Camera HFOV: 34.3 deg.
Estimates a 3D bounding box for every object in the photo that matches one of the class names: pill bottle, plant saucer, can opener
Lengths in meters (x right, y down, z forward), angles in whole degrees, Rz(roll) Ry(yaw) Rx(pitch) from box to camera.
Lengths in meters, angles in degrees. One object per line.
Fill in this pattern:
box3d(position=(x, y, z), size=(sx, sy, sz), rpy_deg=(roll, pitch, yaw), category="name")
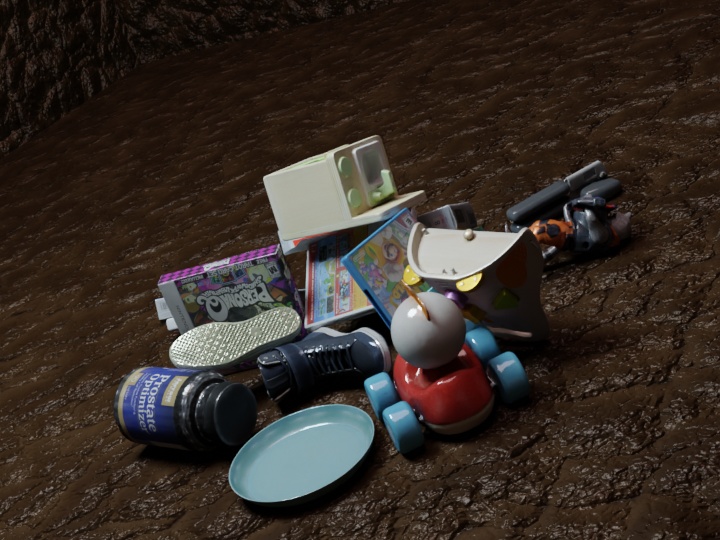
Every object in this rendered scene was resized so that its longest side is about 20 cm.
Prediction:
box3d(position=(-0.243, 0.194, 1.635), size=(0.198, 0.113, 0.112), rpy_deg=(-1, 30, 39), category="pill bottle")
box3d(position=(-0.073, 0.241, 1.500), size=(0.198, 0.028, 0.201), rpy_deg=(-17, 23, 7), category="plant saucer")
box3d(position=(0.332, -0.119, 1.915), size=(0.199, 0.053, 0.066), rpy_deg=(-26, 25, -12), category="can opener")

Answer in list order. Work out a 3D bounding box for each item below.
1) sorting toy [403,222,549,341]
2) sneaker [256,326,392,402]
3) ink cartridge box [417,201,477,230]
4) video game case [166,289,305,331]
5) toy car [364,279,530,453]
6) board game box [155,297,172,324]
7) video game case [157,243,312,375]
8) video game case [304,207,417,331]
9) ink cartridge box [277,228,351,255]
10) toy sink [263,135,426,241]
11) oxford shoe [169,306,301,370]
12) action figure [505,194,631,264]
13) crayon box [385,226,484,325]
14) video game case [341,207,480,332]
box3d(position=(0.169, 0.031, 1.573), size=(0.199, 0.180, 0.107), rpy_deg=(5, 56, 48), category="sorting toy")
box3d(position=(-0.058, 0.135, 1.635), size=(0.145, 0.078, 0.202), rpy_deg=(-22, 11, -33), category="sneaker")
box3d(position=(0.075, -0.058, 1.858), size=(0.198, 0.058, 0.162), rpy_deg=(-22, -1, 17), category="ink cartridge box")
box3d(position=(-0.189, 0.063, 1.892), size=(0.198, 0.024, 0.182), rpy_deg=(-14, -4, 14), category="video game case")
box3d(position=(0.087, 0.090, 1.477), size=(0.183, 0.202, 0.177), rpy_deg=(-23, 23, -7), category="toy car")
box3d(position=(-0.237, 0.047, 1.934), size=(0.198, 0.035, 0.134), rpy_deg=(-13, -3, -9), category="board game box")
box3d(position=(-0.184, 0.066, 1.777), size=(0.198, 0.183, 0.036), rpy_deg=(-14, 27, 14), category="video game case")
box3d(position=(0.000, 0.000, 1.729), size=(0.199, 0.017, 0.144), rpy_deg=(-18, 59, 33), category="video game case")
box3d(position=(-0.042, -0.074, 1.877), size=(0.158, 0.048, 0.200), rpy_deg=(-15, -3, -12), category="ink cartridge box")
box3d(position=(-0.023, -0.128, 1.745), size=(0.199, 0.113, 0.130), rpy_deg=(-9, 13, 39), category="toy sink")
box3d(position=(-0.180, 0.108, 1.708), size=(0.198, 0.058, 0.076), rpy_deg=(-16, 65, -15), category="oxford shoe")
box3d(position=(0.319, -0.054, 1.782), size=(0.191, 0.106, 0.200), rpy_deg=(-9, -2, 9), category="action figure")
box3d(position=(0.116, 0.009, 1.809), size=(0.198, 0.059, 0.119), rpy_deg=(-21, 23, 0), category="crayon box")
box3d(position=(0.077, 0.029, 1.633), size=(0.143, 0.201, 0.018), rpy_deg=(-39, 5, -38), category="video game case")
